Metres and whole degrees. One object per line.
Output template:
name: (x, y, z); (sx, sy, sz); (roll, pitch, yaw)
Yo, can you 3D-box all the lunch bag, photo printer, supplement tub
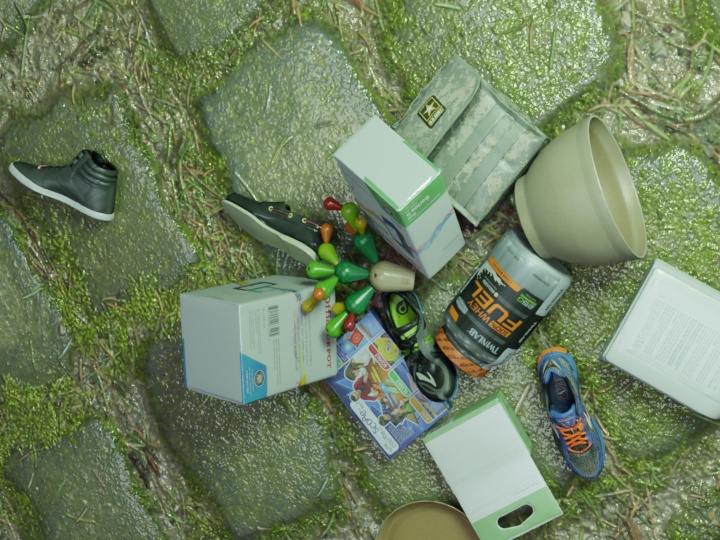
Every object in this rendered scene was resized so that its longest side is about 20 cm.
lunch bag: (0.152, -0.192, 1.392); (0.200, 0.117, 0.165); (43, 105, 11)
photo printer: (0.467, 0.102, 1.367); (0.198, 0.069, 0.169); (28, 106, 10)
supplement tub: (0.205, 0.051, 1.412); (0.122, 0.122, 0.201); (39, 108, 7)

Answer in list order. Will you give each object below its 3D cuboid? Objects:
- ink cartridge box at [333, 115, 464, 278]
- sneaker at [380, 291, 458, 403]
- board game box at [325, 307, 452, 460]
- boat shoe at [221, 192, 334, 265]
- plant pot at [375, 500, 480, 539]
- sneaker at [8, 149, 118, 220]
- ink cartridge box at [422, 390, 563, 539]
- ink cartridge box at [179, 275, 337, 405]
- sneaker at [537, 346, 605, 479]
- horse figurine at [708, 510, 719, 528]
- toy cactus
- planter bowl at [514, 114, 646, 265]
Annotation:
ink cartridge box: (0.060, -0.100, 1.368); (0.087, 0.200, 0.145); (-43, 60, -6)
sneaker: (0.081, 0.111, 1.455); (0.070, 0.082, 0.202); (-32, 69, 17)
board game box: (0.034, 0.181, 1.531); (0.135, 0.034, 0.201); (-40, 86, 19)
boat shoe: (-0.132, -0.075, 1.529); (0.199, 0.074, 0.064); (27, 70, 21)
plant pot: (0.118, 0.465, 1.559); (0.196, 0.027, 0.205); (3, 99, 17)
sneaker: (-0.491, -0.168, 1.620); (0.197, 0.071, 0.101); (24, 103, 6)
ink cartridge box: (0.206, 0.311, 1.494); (0.144, 0.048, 0.202); (-31, 90, 19)
ink cartridge box: (-0.152, 0.099, 1.468); (0.144, 0.198, 0.150); (7, 102, 42)
sneaker: (0.307, 0.219, 1.432); (0.074, 0.078, 0.203); (-22, 92, 20)
horse figurine: (0.589, 0.362, 1.378); (0.200, 0.050, 0.132); (-44, 103, 10)
toy cactus: (0.000, 0.000, 1.423); (0.161, 0.102, 0.204); (7, 83, -1)
planter bowl: (0.295, -0.094, 1.329); (0.133, 0.200, 0.204); (-19, 94, 28)
